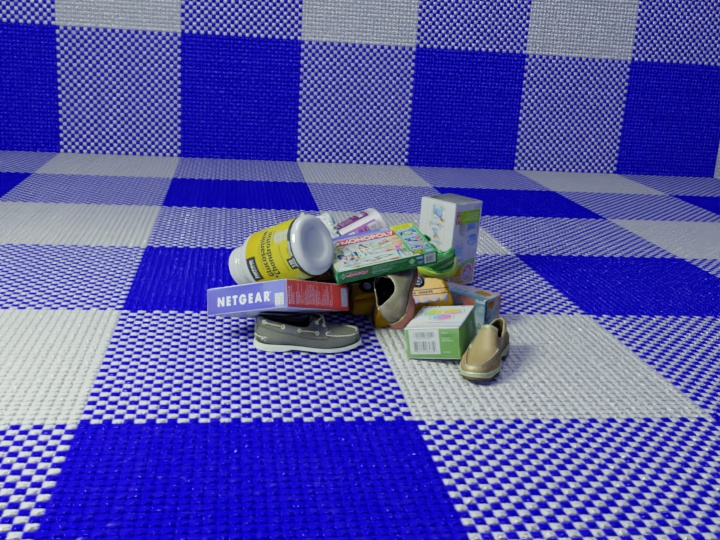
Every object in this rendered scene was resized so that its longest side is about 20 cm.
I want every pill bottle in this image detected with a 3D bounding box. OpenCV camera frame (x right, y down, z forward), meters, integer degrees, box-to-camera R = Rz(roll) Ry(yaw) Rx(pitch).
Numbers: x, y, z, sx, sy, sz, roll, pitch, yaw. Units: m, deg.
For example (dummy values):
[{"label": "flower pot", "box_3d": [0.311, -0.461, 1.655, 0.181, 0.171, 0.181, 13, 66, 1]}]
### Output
[{"label": "pill bottle", "box_3d": [-0.033, -0.056, 1.968, 0.198, 0.114, 0.112, -28, 27, -21]}, {"label": "pill bottle", "box_3d": [-0.154, -0.027, 1.586, 0.198, 0.114, 0.111, -17, 1, 38]}]

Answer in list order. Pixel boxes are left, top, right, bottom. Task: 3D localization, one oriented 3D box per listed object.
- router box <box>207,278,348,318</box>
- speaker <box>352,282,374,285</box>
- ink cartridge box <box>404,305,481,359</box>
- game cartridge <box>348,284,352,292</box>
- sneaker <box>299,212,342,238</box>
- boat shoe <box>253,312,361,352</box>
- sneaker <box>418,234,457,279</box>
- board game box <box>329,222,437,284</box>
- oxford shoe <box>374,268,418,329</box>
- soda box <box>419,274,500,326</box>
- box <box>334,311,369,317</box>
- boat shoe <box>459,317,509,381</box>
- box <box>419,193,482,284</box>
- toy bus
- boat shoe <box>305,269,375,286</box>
[{"label": "router box", "box_3d": [-0.152, 0.055, 1.554, 0.198, 0.050, 0.178, -8, -9, 36]}, {"label": "speaker", "box_3d": [0.000, 0.000, 1.785, 0.197, 0.083, 0.081, 12, 18, 26]}, {"label": "ink cartridge box", "box_3d": [0.158, 0.106, 1.584, 0.102, 0.060, 0.200, -2, 13, 20]}, {"label": "game cartridge", "box_3d": [-0.131, 0.033, 1.732, 0.198, 0.042, 0.132, 19, 29, 33]}, {"label": "sneaker", "box_3d": [-0.066, -0.073, 1.750, 0.198, 0.088, 0.075, 22, -12, 29]}, {"label": "boat shoe", "box_3d": [-0.094, 0.110, 1.535, 0.198, 0.061, 0.072, 1, 16, -10]}, {"label": "sneaker", "box_3d": [0.118, -0.041, 1.828, 0.197, 0.085, 0.074, 13, 17, 18]}, {"label": "board game box", "box_3d": [0.032, -0.035, 1.615, 0.197, 0.030, 0.135, -12, 31, -14]}, {"label": "oxford shoe", "box_3d": [0.064, 0.014, 1.603, 0.070, 0.075, 0.202, -30, 37, 24]}, {"label": "soda box", "box_3d": [0.191, 0.064, 1.759, 0.198, 0.065, 0.068, 14, 18, 36]}, {"label": "box", "box_3d": [-0.059, 0.051, 1.799, 0.197, 0.037, 0.143, 7, 16, 14]}, {"label": "boat shoe", "box_3d": [0.222, 0.133, 1.498, 0.071, 0.077, 0.200, 9, 17, 17]}, {"label": "box", "box_3d": [0.205, -0.069, 1.976, 0.100, 0.203, 0.112, 18, 19, 40]}, {"label": "toy bus", "box_3d": [0.078, 0.063, 1.679, 0.197, 0.065, 0.079, -6, 55, -15]}, {"label": "boat shoe", "box_3d": [-0.045, 0.013, 1.674, 0.197, 0.069, 0.072, 1, -26, -15]}]
